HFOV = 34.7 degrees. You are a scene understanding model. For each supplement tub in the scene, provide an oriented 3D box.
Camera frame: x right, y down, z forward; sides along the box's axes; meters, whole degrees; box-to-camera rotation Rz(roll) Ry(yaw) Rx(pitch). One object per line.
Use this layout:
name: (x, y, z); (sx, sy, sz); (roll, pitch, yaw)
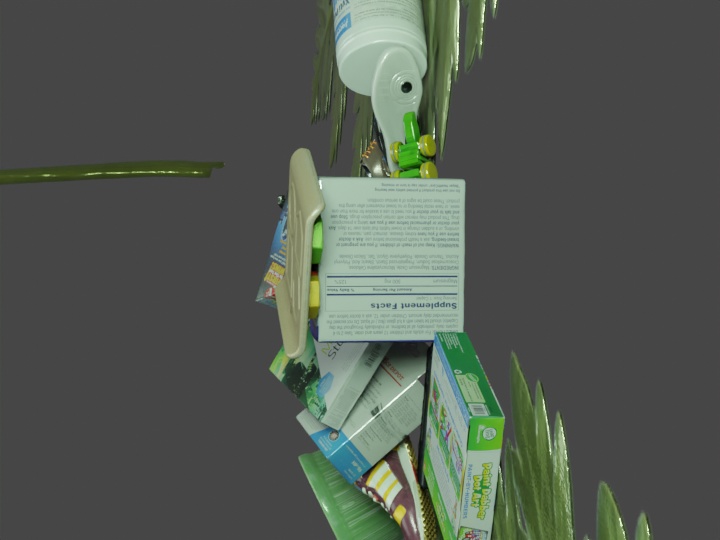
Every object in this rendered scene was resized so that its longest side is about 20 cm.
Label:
supplement tub: (0.026, -0.368, 1.663); (0.132, 0.131, 0.201); (104, 165, -59)

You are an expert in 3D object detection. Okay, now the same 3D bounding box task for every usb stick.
usb stick: (0.096, 0.192, 1.505); (0.055, 0.032, 0.201); (-91, 3, -69)

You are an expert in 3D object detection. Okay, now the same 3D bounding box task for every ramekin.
ramekin: (-0.010, 0.359, 1.805); (0.200, 0.097, 0.200); (62, 174, 11)

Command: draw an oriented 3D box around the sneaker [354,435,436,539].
sneaker: (0.041, 0.303, 1.571); (0.075, 0.090, 0.200); (59, -166, -55)

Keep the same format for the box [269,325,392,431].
box: (-0.043, 0.115, 1.580); (0.145, 0.036, 0.200); (-58, 28, 1)

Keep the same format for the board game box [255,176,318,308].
board game box: (-0.062, -0.023, 1.626); (0.200, 0.062, 0.200); (30, 97, 52)

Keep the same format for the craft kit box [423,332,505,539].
craft kit box: (0.115, 0.203, 1.329); (0.200, 0.048, 0.198); (-106, 20, -64)

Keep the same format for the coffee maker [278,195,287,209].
coffee maker: (-0.034, -0.013, 1.863); (0.135, 0.191, 0.201); (71, -162, -72)

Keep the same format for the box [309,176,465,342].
box: (0.030, -0.014, 1.425); (0.105, 0.183, 0.201); (-168, 78, -80)

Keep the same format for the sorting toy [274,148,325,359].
sorting toy: (-0.068, -0.023, 1.376); (0.185, 0.036, 0.201); (-108, 24, -61)

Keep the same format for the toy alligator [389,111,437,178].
toy alligator: (0.079, -0.117, 1.569); (0.054, 0.059, 0.201); (21, -118, -55)

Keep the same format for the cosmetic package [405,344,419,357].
cosmetic package: (0.053, 0.021, 1.627); (0.107, 0.090, 0.200); (-95, 6, -55)

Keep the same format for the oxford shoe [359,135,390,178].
oxford shoe: (0.038, -0.186, 1.780); (0.071, 0.073, 0.201); (-168, 78, -83)

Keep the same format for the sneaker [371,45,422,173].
sneaker: (0.042, -0.231, 1.636); (0.112, 0.073, 0.201); (-119, 19, -60)

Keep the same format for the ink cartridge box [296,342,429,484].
ink cartridge box: (0.024, 0.180, 1.568); (0.068, 0.200, 0.116); (53, 174, -34)
